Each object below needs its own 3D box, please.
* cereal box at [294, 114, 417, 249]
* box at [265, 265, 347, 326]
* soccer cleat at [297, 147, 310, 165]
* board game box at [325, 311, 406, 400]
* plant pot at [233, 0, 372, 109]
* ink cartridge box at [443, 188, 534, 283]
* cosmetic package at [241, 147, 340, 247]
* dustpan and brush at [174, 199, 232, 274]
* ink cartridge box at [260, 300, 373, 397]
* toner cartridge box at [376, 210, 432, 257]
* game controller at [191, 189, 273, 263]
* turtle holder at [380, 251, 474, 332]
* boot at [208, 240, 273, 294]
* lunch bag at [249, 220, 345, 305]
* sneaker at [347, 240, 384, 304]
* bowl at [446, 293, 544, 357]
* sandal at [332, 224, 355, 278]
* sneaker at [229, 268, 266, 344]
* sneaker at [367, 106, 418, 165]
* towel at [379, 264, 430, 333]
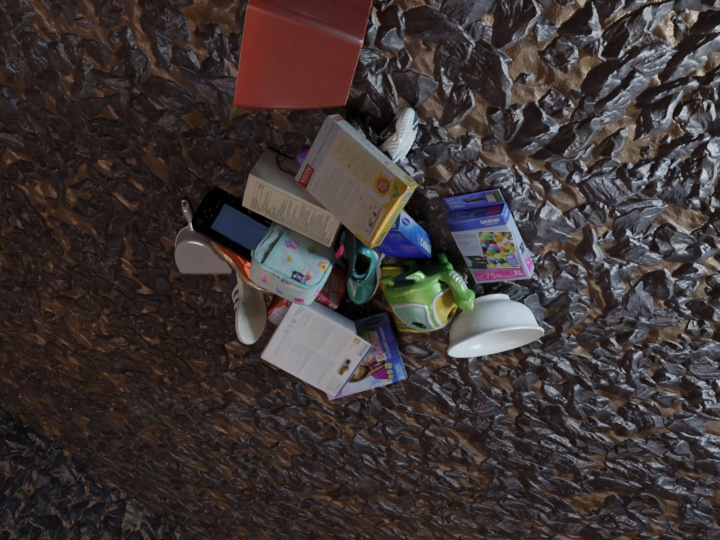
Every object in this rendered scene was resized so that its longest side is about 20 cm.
[{"bbox_3d":[-0.012,-0.157,1.429,0.200,0.039,0.144,44,124,16],"label":"cereal box"},{"bbox_3d":[-0.120,0.059,1.825,0.099,0.096,0.200,35,140,-13],"label":"box"},{"bbox_3d":[-0.033,-0.170,1.545,0.199,0.077,0.067,27,139,-3],"label":"soccer cleat"},{"bbox_3d":[-0.008,0.202,1.897,0.198,0.041,0.201,-16,131,4],"label":"board game box"},{"bbox_3d":[-0.083,-0.370,1.279,0.175,0.201,0.200,14,141,-6],"label":"plant pot"},{"bbox_3d":[0.241,-0.061,1.548,0.118,0.042,0.201,-6,129,32],"label":"ink cartridge box"},{"bbox_3d":[-0.123,-0.144,1.613,0.199,0.088,0.104,26,142,-1],"label":"cosmetic package"},{"bbox_3d":[-0.377,-0.076,1.860,0.138,0.058,0.201,0,141,13],"label":"dustpan and brush"},{"bbox_3d":[-0.095,0.166,1.789,0.199,0.041,0.200,30,126,-5],"label":"ink cartridge box"},{"bbox_3d":[0.064,-0.069,1.549,0.094,0.044,0.200,1,167,21],"label":"toner cartridge box"},{"bbox_3d":[-0.256,-0.088,1.736,0.199,0.105,0.042,29,173,-5],"label":"game controller"},{"bbox_3d":[0.145,0.045,1.627,0.184,0.141,0.133,-17,101,22],"label":"turtle holder"},{"bbox_3d":[-0.237,-0.033,1.800,0.200,0.075,0.107,40,133,-5],"label":"boot"},{"bbox_3d":[-0.130,-0.035,1.646,0.159,0.201,0.077,28,139,0],"label":"lunch bag"},{"bbox_3d":[0.000,0.000,1.701,0.077,0.080,0.201,25,137,13],"label":"sneaker"},{"bbox_3d":[0.262,0.105,1.645,0.199,0.091,0.201,-10,161,-4],"label":"bowl"},{"bbox_3d":[-0.031,-0.058,1.584,0.045,0.076,0.201,1,146,-2],"label":"sandal"},{"bbox_3d":[-0.263,0.074,1.865,0.074,0.202,0.084,9,159,-29],"label":"sneaker"},{"bbox_3d":[0.014,-0.222,1.459,0.129,0.079,0.200,32,130,12],"label":"sneaker"},{"bbox_3d":[0.092,0.065,1.779,0.085,0.018,0.201,-1,133,28],"label":"towel"}]
